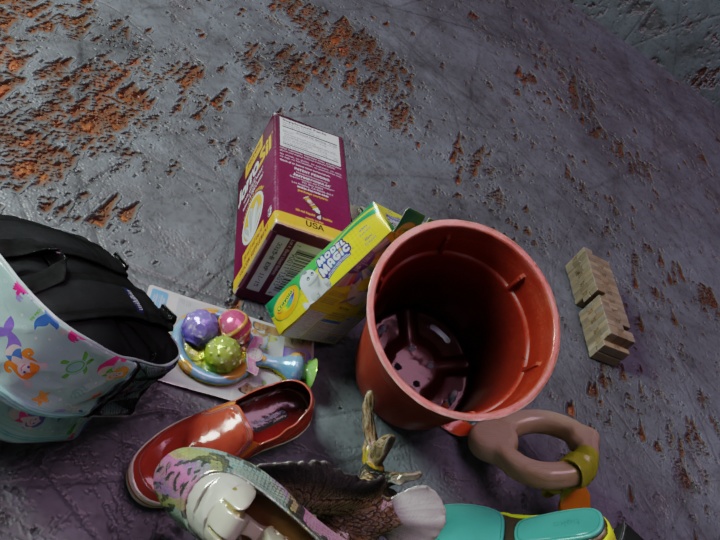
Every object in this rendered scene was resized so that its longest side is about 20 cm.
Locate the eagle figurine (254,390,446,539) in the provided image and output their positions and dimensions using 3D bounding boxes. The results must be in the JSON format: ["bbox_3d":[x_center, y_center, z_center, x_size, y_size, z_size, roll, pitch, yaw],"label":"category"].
[{"bbox_3d":[-0.035,0.222,0.667,0.153,0.150,0.199,58,31,9],"label":"eagle figurine"}]

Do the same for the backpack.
[{"bbox_3d":[-0.260,0.045,0.605,0.178,0.150,0.200,46,-5,11],"label":"backpack"}]

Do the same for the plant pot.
[{"bbox_3d":[0.081,0.080,0.803,0.197,0.196,0.204,5,67,-11],"label":"plant pot"}]

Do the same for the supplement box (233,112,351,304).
[{"bbox_3d":[-0.085,-0.072,0.912,0.102,0.131,0.202,17,42,-23],"label":"supplement box"}]

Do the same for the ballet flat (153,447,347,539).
[{"bbox_3d":[-0.070,0.196,0.545,0.198,0.070,0.071,33,-2,3],"label":"ballet flat"}]

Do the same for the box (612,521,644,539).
[{"bbox_3d":[0.285,0.391,0.740,0.199,0.125,0.148,41,37,7],"label":"box"}]

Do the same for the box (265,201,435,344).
[{"bbox_3d":[0.000,0.000,0.827,0.117,0.199,0.049,18,36,-58],"label":"box"}]

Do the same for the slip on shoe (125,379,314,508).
[{"bbox_3d":[-0.125,0.154,0.699,0.198,0.061,0.075,-20,66,-34],"label":"slip on shoe"}]

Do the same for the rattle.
[{"bbox_3d":[0.182,0.236,0.898,0.196,0.145,0.131,5,41,18],"label":"rattle"}]

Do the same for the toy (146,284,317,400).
[{"bbox_3d":[-0.135,0.077,0.790,0.197,0.047,0.116,22,40,-19],"label":"toy"}]

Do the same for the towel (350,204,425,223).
[{"bbox_3d":[0.078,-0.012,1.057,0.197,0.035,0.195,9,46,-30],"label":"towel"}]

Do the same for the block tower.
[{"bbox_3d":[0.390,0.056,1.217,0.057,0.054,0.202,21,42,-21],"label":"block tower"}]

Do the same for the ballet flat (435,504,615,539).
[{"bbox_3d":[0.152,0.276,0.737,0.067,0.197,0.068,-57,132,-55],"label":"ballet flat"}]
